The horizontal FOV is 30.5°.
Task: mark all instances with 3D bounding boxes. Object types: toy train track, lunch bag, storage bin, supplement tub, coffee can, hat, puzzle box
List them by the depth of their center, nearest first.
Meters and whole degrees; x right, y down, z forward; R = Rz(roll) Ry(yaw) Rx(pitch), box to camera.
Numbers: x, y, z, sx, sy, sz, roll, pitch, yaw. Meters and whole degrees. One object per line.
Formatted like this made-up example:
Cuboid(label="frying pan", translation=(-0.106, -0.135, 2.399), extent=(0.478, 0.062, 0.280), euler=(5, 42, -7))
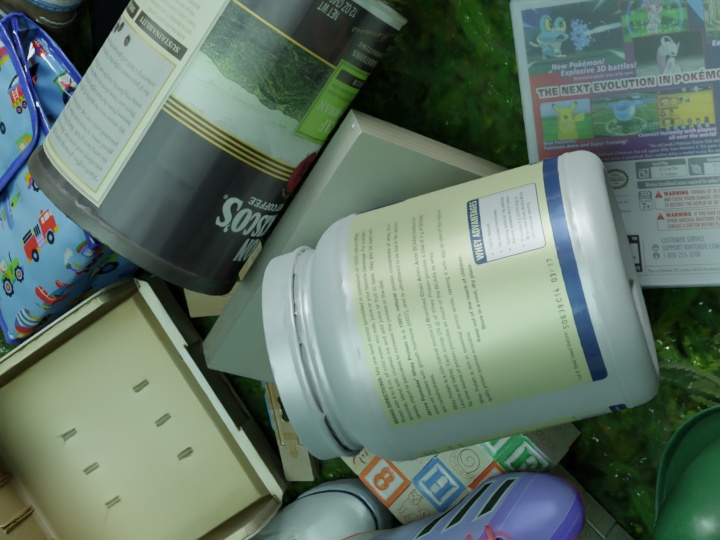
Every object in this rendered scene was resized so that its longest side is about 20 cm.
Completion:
Cuboid(label="hat", translation=(0.180, 0.172, 0.727), extent=(0.165, 0.175, 0.202), euler=(34, 129, 40))
Cuboid(label="supplement tub", translation=(0.058, 0.026, 0.752), extent=(0.198, 0.145, 0.146), euler=(-15, 97, 14))
Cuboid(label="coffee can", translation=(-0.085, -0.108, 0.790), extent=(0.146, 0.146, 0.201), euler=(37, 101, 14))
Cuboid(label="puzzle box", translation=(0.000, 0.000, 0.843), extent=(0.201, 0.132, 0.026), euler=(-54, 36, 28))
Cuboid(label="toy train track", translation=(-0.058, 0.053, 0.940), extent=(0.114, 0.033, 0.202), euler=(-4, 108, 22))
Cuboid(label="lunch bag", translation=(-0.238, -0.076, 0.957), extent=(0.150, 0.094, 0.201), euler=(-41, 78, 43))
Cuboid(label="storage bin", translation=(-0.184, 0.138, 0.961), extent=(0.198, 0.094, 0.201), euler=(-34, 90, 10))

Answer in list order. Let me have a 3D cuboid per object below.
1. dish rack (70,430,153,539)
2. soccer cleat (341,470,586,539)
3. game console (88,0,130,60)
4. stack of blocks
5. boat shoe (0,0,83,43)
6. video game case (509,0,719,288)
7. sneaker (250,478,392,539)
Cuboid(label="dish rack", translation=(-0.236, 0.204, 1.070), extent=(0.199, 0.043, 0.173), euler=(-19, 94, 30))
Cuboid(label="soccer cleat", translation=(0.048, 0.180, 0.820), extent=(0.199, 0.076, 0.067), euler=(-23, 92, 31))
Cuboid(label="game console", translation=(-0.108, -0.196, 0.902), extent=(0.174, 0.116, 0.202), euler=(-3, 105, -2))
Cuboid(label="stack of blocks", translation=(0.091, 0.142, 0.866), extent=(0.200, 0.058, 0.115), euler=(45, 119, 10))
Cuboid(label="boat shoe", translation=(-0.284, -0.235, 0.954), extent=(0.200, 0.072, 0.073), euler=(43, 128, 16))
Cuboid(label="video game case", translation=(0.192, -0.081, 0.771), extent=(0.198, 0.023, 0.184), euler=(-2, 103, 30))
Cuboid(label="sneaker", translation=(-0.060, 0.218, 0.962), extent=(0.200, 0.071, 0.073), euler=(-37, 86, 31))
